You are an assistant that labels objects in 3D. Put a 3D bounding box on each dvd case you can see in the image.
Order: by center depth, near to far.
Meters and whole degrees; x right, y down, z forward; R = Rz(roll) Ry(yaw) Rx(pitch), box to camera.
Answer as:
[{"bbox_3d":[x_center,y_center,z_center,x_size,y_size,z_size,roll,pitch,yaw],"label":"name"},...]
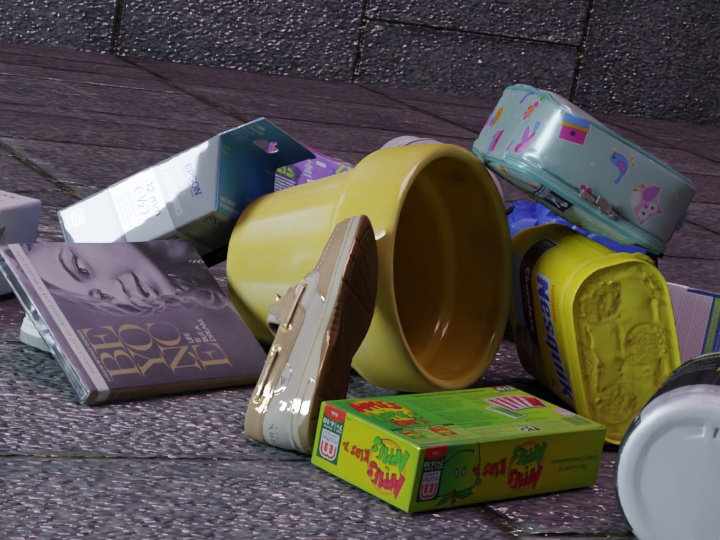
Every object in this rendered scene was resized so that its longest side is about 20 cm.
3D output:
[{"bbox_3d":[-0.172,0.034,1.518,0.199,0.016,0.149,-3,49,-48],"label":"dvd case"}]

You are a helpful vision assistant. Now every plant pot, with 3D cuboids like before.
[{"bbox_3d":[0.000,0.000,1.624,0.187,0.203,0.200,-2,3,34],"label":"plant pot"}]

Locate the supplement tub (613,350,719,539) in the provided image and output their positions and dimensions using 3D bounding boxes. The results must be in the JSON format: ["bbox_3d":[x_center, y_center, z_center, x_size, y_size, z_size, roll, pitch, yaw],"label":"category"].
[{"bbox_3d":[0.251,0.125,1.365,0.121,0.124,0.200,13,13,16],"label":"supplement tub"}]

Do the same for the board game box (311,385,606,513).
[{"bbox_3d":[0.073,0.125,1.400,0.199,0.048,0.101,-1,16,-44],"label":"board game box"}]

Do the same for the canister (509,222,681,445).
[{"bbox_3d":[0.187,0.046,1.624,0.086,0.150,0.200,-14,14,-10],"label":"canister"}]

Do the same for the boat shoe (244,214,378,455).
[{"bbox_3d":[-0.038,0.041,1.436,0.068,0.074,0.201,2,51,21],"label":"boat shoe"}]

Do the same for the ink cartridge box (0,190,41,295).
[{"bbox_3d":[-0.379,-0.025,1.633,0.143,0.086,0.200,14,11,19],"label":"ink cartridge box"}]

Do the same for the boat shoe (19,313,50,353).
[{"bbox_3d":[-0.195,0.025,1.595,0.074,0.065,0.201,18,14,34],"label":"boat shoe"}]

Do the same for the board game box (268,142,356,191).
[{"bbox_3d":[-0.043,-0.056,1.981,0.032,0.121,0.199,2,15,-34],"label":"board game box"}]

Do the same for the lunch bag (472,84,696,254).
[{"bbox_3d":[0.182,-0.078,1.595,0.160,0.077,0.200,33,3,-13],"label":"lunch bag"}]

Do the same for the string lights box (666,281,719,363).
[{"bbox_3d":[0.339,0.084,1.660,0.198,0.104,0.059,13,-13,11],"label":"string lights box"}]

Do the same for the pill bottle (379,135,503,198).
[{"bbox_3d":[0.084,-0.094,2.291,0.108,0.111,0.200,6,12,-20],"label":"pill bottle"}]

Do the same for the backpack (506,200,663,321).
[{"bbox_3d":[0.216,-0.016,1.910,0.166,0.164,0.200,9,12,10],"label":"backpack"}]

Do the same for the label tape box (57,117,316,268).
[{"bbox_3d":[-0.139,-0.051,1.680,0.198,0.067,0.143,-22,-14,12],"label":"label tape box"}]
